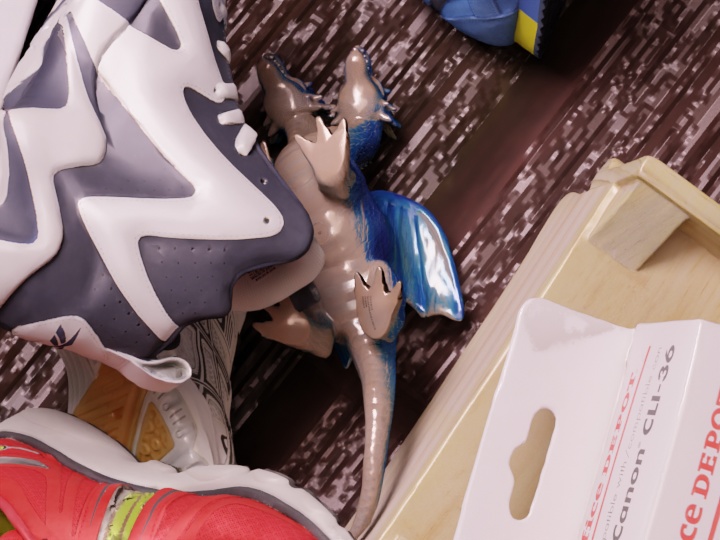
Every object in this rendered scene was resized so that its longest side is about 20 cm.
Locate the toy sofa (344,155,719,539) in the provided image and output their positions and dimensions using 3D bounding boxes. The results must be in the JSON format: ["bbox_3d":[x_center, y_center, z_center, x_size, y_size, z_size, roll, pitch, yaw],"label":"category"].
[{"bbox_3d":[0.072,0.062,0.814,0.083,0.098,0.200,35,81,-6],"label":"toy sofa"}]

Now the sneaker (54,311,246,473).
[{"bbox_3d":[-0.069,0.038,0.845,0.075,0.087,0.201,-15,91,39],"label":"sneaker"}]

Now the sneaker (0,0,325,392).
[{"bbox_3d":[-0.057,-0.047,0.782,0.129,0.079,0.200,34,57,-14],"label":"sneaker"}]

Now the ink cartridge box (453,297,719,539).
[{"bbox_3d":[0.138,0.088,0.742,0.199,0.067,0.117,18,83,-11],"label":"ink cartridge box"}]

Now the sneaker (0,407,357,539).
[{"bbox_3d":[-0.081,0.108,0.761,0.199,0.085,0.077,11,114,37],"label":"sneaker"}]

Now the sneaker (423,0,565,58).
[{"bbox_3d":[0.046,-0.149,0.816,0.078,0.200,0.066,23,66,8],"label":"sneaker"}]

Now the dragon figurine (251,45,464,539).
[{"bbox_3d":[0.000,0.000,0.844,0.059,0.099,0.201,-22,78,18],"label":"dragon figurine"}]

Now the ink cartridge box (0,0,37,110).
[{"bbox_3d":[-0.165,-0.131,0.872,0.084,0.145,0.201,19,75,-15],"label":"ink cartridge box"}]
